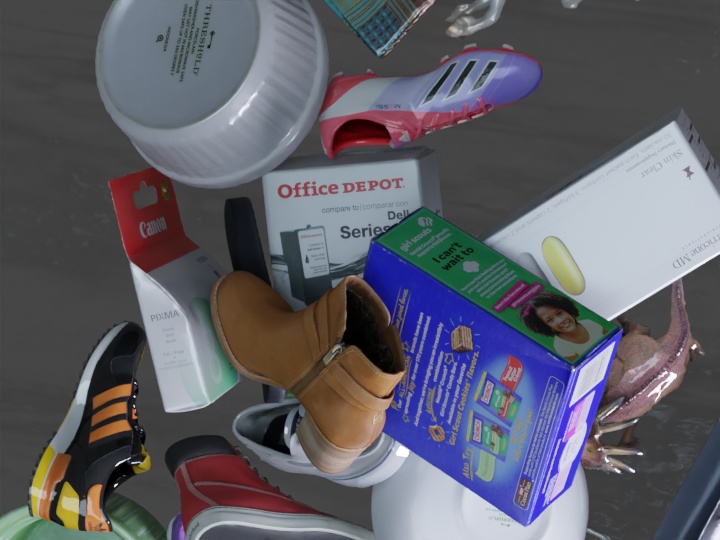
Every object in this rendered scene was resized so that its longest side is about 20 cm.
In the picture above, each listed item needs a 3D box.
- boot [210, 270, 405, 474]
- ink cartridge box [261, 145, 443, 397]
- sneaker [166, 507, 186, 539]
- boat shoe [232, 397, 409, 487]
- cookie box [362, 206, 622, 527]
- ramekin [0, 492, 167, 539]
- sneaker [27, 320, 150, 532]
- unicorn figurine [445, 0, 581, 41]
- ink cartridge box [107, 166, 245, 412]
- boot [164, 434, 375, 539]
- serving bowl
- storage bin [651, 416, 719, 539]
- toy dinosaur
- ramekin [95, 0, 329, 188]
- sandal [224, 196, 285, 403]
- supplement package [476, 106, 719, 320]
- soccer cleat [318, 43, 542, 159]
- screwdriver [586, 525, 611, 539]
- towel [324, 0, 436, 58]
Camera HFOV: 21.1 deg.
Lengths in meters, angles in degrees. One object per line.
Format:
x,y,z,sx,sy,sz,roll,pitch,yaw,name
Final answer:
-0.041,0.049,1.531,0.201,0.076,0.156,61,148,23,boot
0.000,0.000,1.677,0.145,0.083,0.202,-5,98,13,ink cartridge box
-0.104,0.299,1.734,0.080,0.088,0.202,-27,95,-15,sneaker
-0.037,0.144,1.664,0.199,0.065,0.074,-11,60,48,boat shoe
0.089,0.075,1.531,0.199,0.075,0.172,32,131,24,cookie box
-0.258,0.297,1.772,0.198,0.098,0.202,2,99,12,ramekin
-0.218,0.143,1.717,0.089,0.070,0.201,19,61,10,sneaker
0.115,-0.258,1.616,0.137,0.074,0.200,-40,88,14,unicorn figurine
-0.150,0.008,1.671,0.050,0.161,0.202,-10,96,13,ink cartridge box
-0.077,0.208,1.735,0.199,0.145,0.073,17,117,-29,boot
0.112,0.200,1.643,0.198,0.066,0.202,2,84,-20,serving bowl
0.333,0.236,1.622,0.133,0.146,0.201,24,103,-3,storage bin
0.227,0.097,1.614,0.086,0.136,0.201,38,101,5,toy dinosaur
-0.134,-0.178,1.636,0.200,0.094,0.205,-6,73,22,ramekin
-0.099,0.031,1.675,0.042,0.076,0.202,-8,58,-14,sandal
0.205,-0.031,1.590,0.199,0.156,0.111,-33,92,15,supplement package
0.059,-0.139,1.641,0.198,0.067,0.077,-6,57,17,soccer cleat
0.131,0.195,1.708,0.199,0.029,0.028,28,104,8,screwdriver
0.002,-0.296,1.630,0.147,0.022,0.200,-47,68,15,towel
